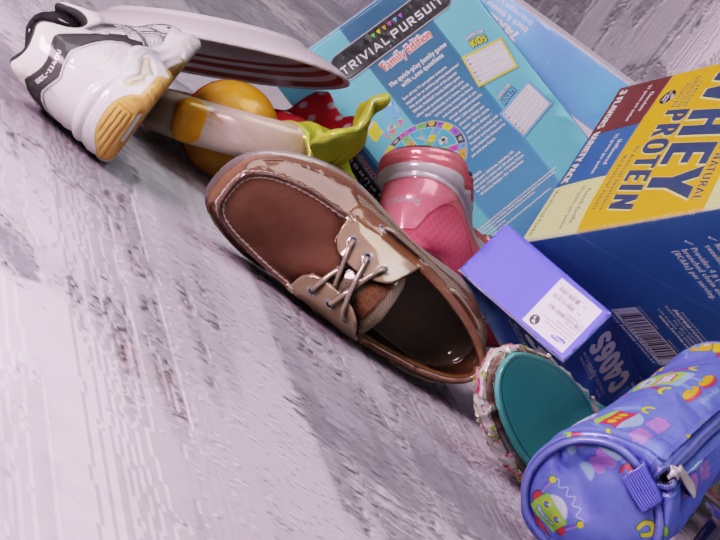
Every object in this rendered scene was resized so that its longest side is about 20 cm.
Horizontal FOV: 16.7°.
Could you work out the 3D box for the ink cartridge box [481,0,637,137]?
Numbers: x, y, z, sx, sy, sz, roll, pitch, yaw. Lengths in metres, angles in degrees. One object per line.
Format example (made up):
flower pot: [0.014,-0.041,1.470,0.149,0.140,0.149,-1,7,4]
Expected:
ink cartridge box: [0.101,-0.097,1.874,0.146,0.200,0.147,37,8,9]

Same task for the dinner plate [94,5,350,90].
dinner plate: [-0.103,-0.148,1.603,0.199,0.024,0.200,10,-1,0]

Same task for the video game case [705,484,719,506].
video game case: [0.276,0.125,1.420,0.182,0.024,0.200,38,-24,21]

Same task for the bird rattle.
bird rattle: [-0.060,-0.090,1.556,0.162,0.113,0.200,16,13,-19]

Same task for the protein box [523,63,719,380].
protein box: [0.246,-0.010,1.446,0.199,0.135,0.200,47,-30,-22]

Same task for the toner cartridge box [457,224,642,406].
toner cartridge box: [0.128,0.057,1.502,0.095,0.043,0.200,44,-8,32]

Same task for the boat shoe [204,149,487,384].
boat shoe: [0.000,0.000,1.389,0.200,0.076,0.072,31,12,-27]

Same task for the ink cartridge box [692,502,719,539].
ink cartridge box: [0.248,0.205,1.416,0.119,0.042,0.200,36,10,-7]

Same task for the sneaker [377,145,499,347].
sneaker: [0.054,0.007,1.602,0.073,0.087,0.200,-4,-36,24]

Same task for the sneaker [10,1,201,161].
sneaker: [-0.150,-0.125,1.427,0.088,0.076,0.200,37,8,-4]

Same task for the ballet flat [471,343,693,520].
ballet flat: [0.114,0.101,1.390,0.064,0.076,0.200,1,-27,46]

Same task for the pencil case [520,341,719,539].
pencil case: [0.160,0.098,1.308,0.200,0.087,0.078,-26,96,-58]

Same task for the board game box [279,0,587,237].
board game box: [0.060,-0.102,1.733,0.200,0.151,0.047,52,-27,0]
